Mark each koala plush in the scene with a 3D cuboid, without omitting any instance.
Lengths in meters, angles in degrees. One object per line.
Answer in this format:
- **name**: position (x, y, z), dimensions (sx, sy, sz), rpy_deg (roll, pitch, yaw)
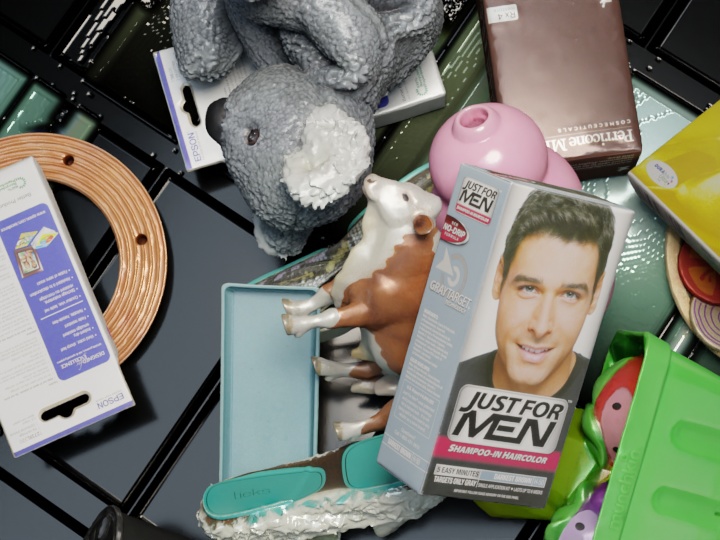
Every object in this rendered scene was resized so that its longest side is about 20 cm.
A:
- **koala plush**: position (-0.034, -0.116, 1.196), dimensions (0.183, 0.177, 0.201), rpy_deg (9, 70, -16)

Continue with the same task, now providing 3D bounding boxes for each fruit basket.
- **fruit basket**: position (0.144, 0.133, 1.195), dimensions (0.215, 0.156, 0.216), rpy_deg (0, 89, -2)

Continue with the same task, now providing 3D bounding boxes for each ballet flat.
- **ballet flat**: position (-0.012, 0.156, 1.212), dimensions (0.199, 0.072, 0.072), rpy_deg (-13, 79, 10)
- **ballet flat**: position (0.000, 0.000, 1.264), dimensions (0.200, 0.072, 0.072), rpy_deg (-34, 79, 3)

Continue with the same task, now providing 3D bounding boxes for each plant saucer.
- **plant saucer**: position (-0.063, 0.107, 1.241), dimensions (0.070, 0.019, 0.201), rpy_deg (2, 99, 4)

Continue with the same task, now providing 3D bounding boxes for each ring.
- **ring**: position (-0.240, -0.002, 1.303), dimensions (0.200, 0.019, 0.201), rpy_deg (0, 79, 2)

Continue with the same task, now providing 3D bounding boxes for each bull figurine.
- **bull figurine**: position (0.016, 0.029, 1.168), dimensions (0.121, 0.200, 0.065), rpy_deg (-20, 40, 3)

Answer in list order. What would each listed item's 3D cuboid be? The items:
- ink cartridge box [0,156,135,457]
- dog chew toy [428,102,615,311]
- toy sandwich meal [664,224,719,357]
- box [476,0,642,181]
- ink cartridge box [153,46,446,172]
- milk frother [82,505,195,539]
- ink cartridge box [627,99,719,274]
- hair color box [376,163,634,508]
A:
- **ink cartridge box**: position (-0.239, 0.026, 1.271), dimensions (0.094, 0.037, 0.200), rpy_deg (-24, 77, -3)
- **dog chew toy**: position (0.101, -0.032, 1.197), dimensions (0.124, 0.200, 0.125), rpy_deg (-12, 44, 12)
- **toy sandwich meal**: position (0.316, -0.018, 1.249), dimensions (0.204, 0.070, 0.206), rpy_deg (-1, 79, 3)
- **box**: position (0.139, -0.167, 1.287), dimensions (0.100, 0.075, 0.201), rpy_deg (-8, 81, 1)
- **ink cartridge box**: position (-0.044, -0.141, 1.309), dimensions (0.199, 0.039, 0.100), rpy_deg (-16, 79, -1)
- **milk frother**: position (-0.123, 0.274, 1.196), dimensions (0.188, 0.200, 0.181), rpy_deg (22, 72, -17)
- **ink cartridge box**: position (0.312, -0.068, 1.187), dimensions (0.200, 0.047, 0.198), rpy_deg (-41, 42, 2)
- **hair color box**: position (0.090, 0.042, 1.111), dimensions (0.099, 0.061, 0.201), rpy_deg (10, 99, -31)
